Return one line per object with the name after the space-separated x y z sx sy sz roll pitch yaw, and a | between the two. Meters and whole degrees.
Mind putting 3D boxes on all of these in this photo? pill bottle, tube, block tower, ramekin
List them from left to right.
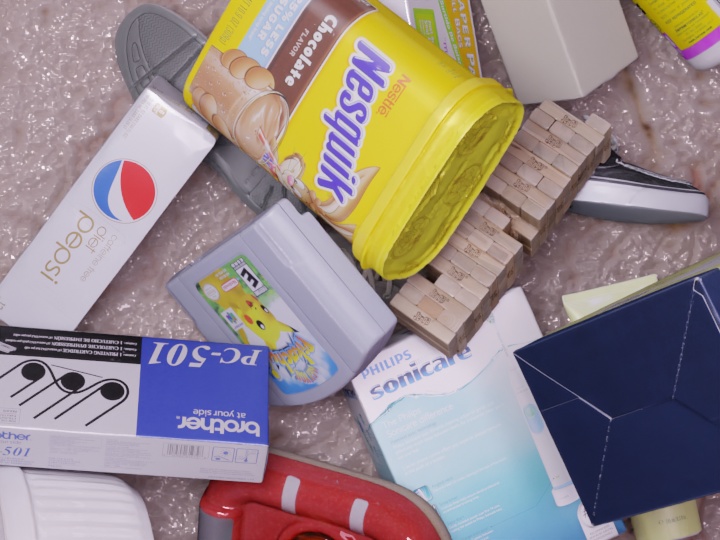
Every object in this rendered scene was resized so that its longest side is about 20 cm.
-0.206 0.231 1.386 0.105 0.200 0.200 0 89 -19 | ramekin
0.101 -0.032 1.436 0.058 0.054 0.200 35 77 16 | block tower
0.212 0.108 1.530 0.058 0.052 0.200 -8 84 -50 | tube
0.228 -0.254 1.508 0.104 0.104 0.200 -43 96 -8 | pill bottle

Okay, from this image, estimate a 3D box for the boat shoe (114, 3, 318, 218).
-0.100 -0.114 1.477 0.202 0.065 0.074 44 102 -1 | boat shoe

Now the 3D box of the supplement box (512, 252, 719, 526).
0.254 0.057 1.345 0.200 0.200 0.134 -23 88 -36 | supplement box

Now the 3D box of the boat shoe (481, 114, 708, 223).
0.167 -0.079 1.512 0.199 0.074 0.068 9 82 6 | boat shoe

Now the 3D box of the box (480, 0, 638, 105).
0.129 -0.228 1.472 0.082 0.068 0.200 -35 112 -39 | box

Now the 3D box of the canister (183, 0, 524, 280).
-0.010 -0.111 1.358 0.200 0.087 0.149 40 112 21 | canister

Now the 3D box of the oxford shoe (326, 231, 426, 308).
0.000 0.000 1.490 0.200 0.058 0.075 -2 87 -11 | oxford shoe

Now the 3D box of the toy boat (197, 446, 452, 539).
-0.034 0.213 1.408 0.200 0.131 0.131 14 117 18 | toy boat

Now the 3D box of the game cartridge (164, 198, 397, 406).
-0.056 0.031 1.409 0.133 0.200 0.040 47 61 -7 | game cartridge

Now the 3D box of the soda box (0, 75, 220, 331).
-0.181 -0.039 1.427 0.064 0.068 0.200 36 101 -7 | soda box

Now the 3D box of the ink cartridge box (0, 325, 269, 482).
-0.164 0.091 1.383 0.200 0.044 0.094 5 45 -8 | ink cartridge box

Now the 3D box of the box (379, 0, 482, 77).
0.017 -0.162 1.450 0.101 0.112 0.200 -9 91 28 | box

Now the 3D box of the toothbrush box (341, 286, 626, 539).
0.085 0.129 1.487 0.146 0.085 0.200 -25 93 -9 | toothbrush box
